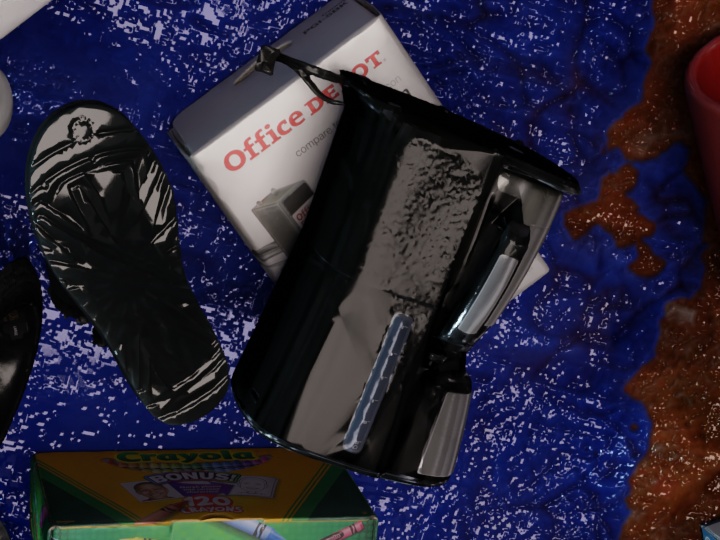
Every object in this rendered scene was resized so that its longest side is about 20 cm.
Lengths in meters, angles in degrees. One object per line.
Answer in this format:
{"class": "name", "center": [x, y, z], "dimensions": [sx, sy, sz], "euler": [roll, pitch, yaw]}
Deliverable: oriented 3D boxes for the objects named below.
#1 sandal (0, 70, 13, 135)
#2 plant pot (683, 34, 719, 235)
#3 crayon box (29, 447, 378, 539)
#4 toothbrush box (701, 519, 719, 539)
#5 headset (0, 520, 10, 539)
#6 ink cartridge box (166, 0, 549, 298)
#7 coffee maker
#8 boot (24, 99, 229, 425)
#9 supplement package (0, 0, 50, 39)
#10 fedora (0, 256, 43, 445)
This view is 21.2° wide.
{"class": "sandal", "center": [-0.286, -0.065, 1.035], "dimensions": [0.201, 0.083, 0.050], "euler": [-9, 150, -5]}
{"class": "plant pot", "center": [0.308, -0.051, 1.210], "dimensions": [0.199, 0.201, 0.179], "euler": [-14, 119, -11]}
{"class": "crayon box", "center": [-0.100, 0.158, 1.187], "dimensions": [0.198, 0.119, 0.059], "euler": [0, 106, -15]}
{"class": "toothbrush box", "center": [0.336, 0.258, 1.348], "dimensions": [0.145, 0.085, 0.201], "euler": [-18, 108, -10]}
{"class": "headset", "center": [-0.315, 0.194, 1.179], "dimensions": [0.199, 0.094, 0.125], "euler": [-12, 110, -27]}
{"class": "ink cartridge box", "center": [-0.001, -0.044, 1.175], "dimensions": [0.146, 0.083, 0.200], "euler": [-37, 112, -1]}
{"class": "coffee maker", "center": [0.000, 0.000, 1.090], "dimensions": [0.191, 0.135, 0.201], "euler": [25, 100, 5]}
{"class": "boot", "center": [-0.150, -0.022, 1.091], "dimensions": [0.076, 0.168, 0.201], "euler": [-29, 119, -12]}
{"class": "supplement package", "center": [-0.170, -0.232, 1.057], "dimensions": [0.200, 0.121, 0.120], "euler": [-37, 110, -1]}
{"class": "fedora", "center": [-0.259, 0.069, 1.097], "dimensions": [0.091, 0.201, 0.202], "euler": [20, 100, 6]}
